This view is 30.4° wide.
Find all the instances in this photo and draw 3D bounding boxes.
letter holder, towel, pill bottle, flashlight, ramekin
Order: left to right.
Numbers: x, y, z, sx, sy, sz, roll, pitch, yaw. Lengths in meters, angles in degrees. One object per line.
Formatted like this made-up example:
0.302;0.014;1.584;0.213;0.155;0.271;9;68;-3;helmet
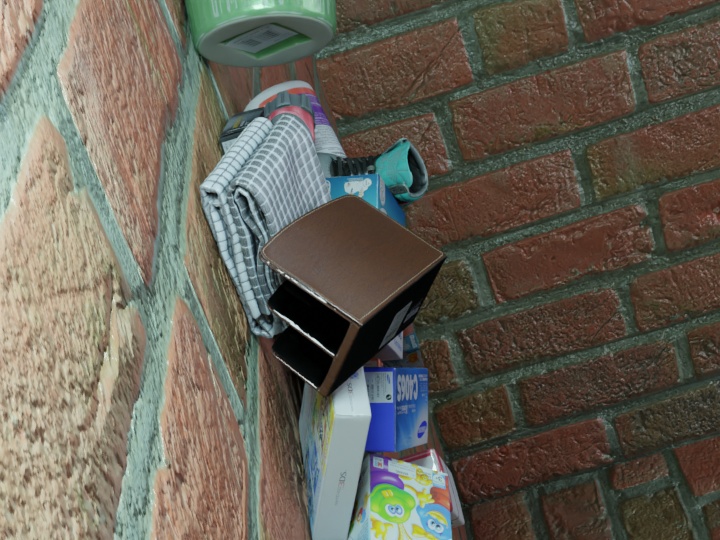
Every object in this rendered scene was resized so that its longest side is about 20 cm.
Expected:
-0.121;-0.325;1.622;0.200;0.197;0.099;53;29;-77;ramekin
-0.089;-0.048;1.448;0.166;0.085;0.202;-65;143;-52;towel
-0.084;-0.133;1.619;0.068;0.067;0.202;76;7;-46;flashlight
-0.076;-0.149;1.820;0.202;0.110;0.111;64;2;17;pill bottle
-0.025;0.017;1.401;0.200;0.141;0.101;-36;157;-54;letter holder

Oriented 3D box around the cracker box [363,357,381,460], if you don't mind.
-0.003;0.213;1.637;0.134;0.057;0.203;76;14;-82;cracker box

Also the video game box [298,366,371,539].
-0.031;0.165;1.468;0.183;0.046;0.202;-97;-167;-50;video game box

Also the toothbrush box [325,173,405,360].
0.000;0.000;1.658;0.146;0.084;0.203;48;40;-67;toothbrush box

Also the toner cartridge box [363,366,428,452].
0.042;0.162;1.568;0.200;0.043;0.096;15;76;-76;toner cartridge box

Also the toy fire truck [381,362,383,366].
-0.023;0.135;1.801;0.141;0.048;0.202;47;-42;49;toy fire truck

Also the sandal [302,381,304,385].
-0.054;0.108;1.732;0.080;0.057;0.203;67;8;-54;sandal

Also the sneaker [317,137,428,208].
0.013;-0.126;1.718;0.198;0.120;0.085;8;69;-39;sneaker

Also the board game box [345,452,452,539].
0.037;0.319;1.454;0.201;0.102;0.105;-90;-158;-49;board game box

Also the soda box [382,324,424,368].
0.039;0.059;1.963;0.069;0.063;0.202;74;0;-55;soda box

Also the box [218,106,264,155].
-0.121;-0.096;1.688;0.159;0.048;0.202;-91;165;-74;box

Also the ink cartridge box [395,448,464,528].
0.055;0.314;1.790;0.200;0.144;0.086;57;16;-72;ink cartridge box
